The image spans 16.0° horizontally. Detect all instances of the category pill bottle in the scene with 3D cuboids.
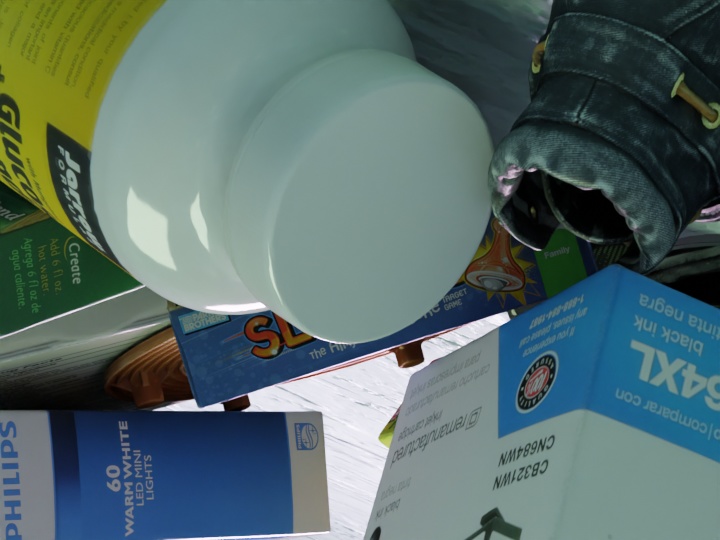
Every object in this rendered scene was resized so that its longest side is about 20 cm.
[{"bbox_3d":[-0.052,-0.054,0.780,0.200,0.112,0.112,33,178,45],"label":"pill bottle"}]

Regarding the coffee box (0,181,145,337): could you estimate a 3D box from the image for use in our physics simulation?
[{"bbox_3d":[-0.112,-0.031,0.902,0.123,0.200,0.044,33,135,50],"label":"coffee box"}]

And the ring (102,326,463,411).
[{"bbox_3d":[-0.012,0.029,1.096,0.200,0.019,0.200,-15,168,-3],"label":"ring"}]

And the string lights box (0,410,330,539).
[{"bbox_3d":[-0.117,0.093,1.110,0.103,0.059,0.200,-9,171,40],"label":"string lights box"}]

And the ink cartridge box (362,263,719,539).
[{"bbox_3d":[0.051,0.118,0.736,0.084,0.200,0.146,24,156,-17],"label":"ink cartridge box"}]

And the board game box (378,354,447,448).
[{"bbox_3d":[0.074,0.078,1.098,0.102,0.048,0.200,36,170,-2],"label":"board game box"}]

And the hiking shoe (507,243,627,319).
[{"bbox_3d":[0.154,0.026,0.975,0.200,0.076,0.101,23,151,-10],"label":"hiking shoe"}]

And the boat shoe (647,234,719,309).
[{"bbox_3d":[0.164,0.018,0.768,0.200,0.071,0.064,-4,-176,26],"label":"boat shoe"}]

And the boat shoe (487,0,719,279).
[{"bbox_3d":[0.080,-0.035,0.767,0.071,0.091,0.200,19,167,18],"label":"boat shoe"}]

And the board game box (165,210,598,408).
[{"bbox_3d":[0.000,0.000,0.897,0.135,0.035,0.200,-18,-174,-4],"label":"board game box"}]

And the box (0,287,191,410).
[{"bbox_3d":[-0.121,-0.003,1.118,0.128,0.109,0.200,-14,168,-6],"label":"box"}]
